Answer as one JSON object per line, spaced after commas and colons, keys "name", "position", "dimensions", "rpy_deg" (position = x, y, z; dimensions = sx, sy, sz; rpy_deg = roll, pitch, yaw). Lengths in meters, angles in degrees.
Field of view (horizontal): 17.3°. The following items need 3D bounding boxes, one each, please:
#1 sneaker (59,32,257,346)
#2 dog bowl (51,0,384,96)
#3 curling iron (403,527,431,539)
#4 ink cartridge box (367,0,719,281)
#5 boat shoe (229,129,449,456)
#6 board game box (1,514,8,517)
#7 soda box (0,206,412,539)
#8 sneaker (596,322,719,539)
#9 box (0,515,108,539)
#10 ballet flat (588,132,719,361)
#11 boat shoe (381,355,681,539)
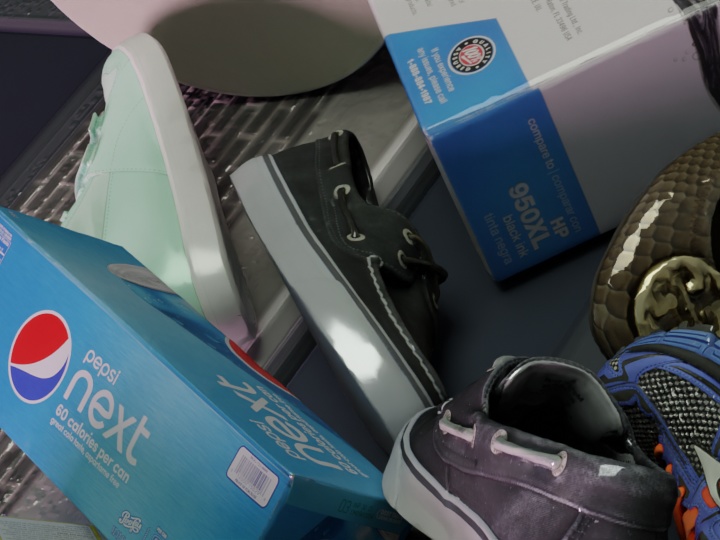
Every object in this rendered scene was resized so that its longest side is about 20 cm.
{"name": "sneaker", "position": [-0.119, -0.025, 1.004], "dimensions": [0.117, 0.074, 0.201], "rpy_deg": [-20, 39, 1]}
{"name": "dog bowl", "position": [-0.061, -0.174, 1.045], "dimensions": [0.199, 0.201, 0.079], "rpy_deg": [-3, 44, 31]}
{"name": "curling iron", "position": [0.025, 0.111, 0.788], "dimensions": [0.050, 0.026, 0.200], "rpy_deg": [-41, 37, -12]}
{"name": "ink cartridge box", "position": [0.113, -0.103, 0.938], "dimensions": [0.199, 0.084, 0.145], "rpy_deg": [-25, 36, 4]}
{"name": "boat shoe", "position": [0.000, 0.000, 0.906], "dimensions": [0.056, 0.069, 0.200], "rpy_deg": [-29, 33, -2]}
{"name": "board game box", "position": [-0.142, 0.177, 0.821], "dimensions": [0.120, 0.032, 0.200], "rpy_deg": [-30, 35, -8]}
{"name": "soda box", "position": [-0.071, 0.054, 0.837], "dimensions": [0.200, 0.068, 0.064], "rpy_deg": [39, 104, 43]}
{"name": "sneaker", "position": [0.123, 0.082, 0.720], "dimensions": [0.078, 0.076, 0.200], "rpy_deg": [-39, 35, -8]}
{"name": "box", "position": [-0.078, 0.148, 0.741], "dimensions": [0.200, 0.117, 0.049], "rpy_deg": [46, 121, 55]}
{"name": "ballet flat", "position": [0.163, -0.030, 0.837], "dimensions": [0.199, 0.068, 0.046], "rpy_deg": [-35, 27, -20]}
{"name": "boat shoe", "position": [0.054, 0.059, 0.727], "dimensions": [0.071, 0.068, 0.200], "rpy_deg": [12, 7, -8]}
